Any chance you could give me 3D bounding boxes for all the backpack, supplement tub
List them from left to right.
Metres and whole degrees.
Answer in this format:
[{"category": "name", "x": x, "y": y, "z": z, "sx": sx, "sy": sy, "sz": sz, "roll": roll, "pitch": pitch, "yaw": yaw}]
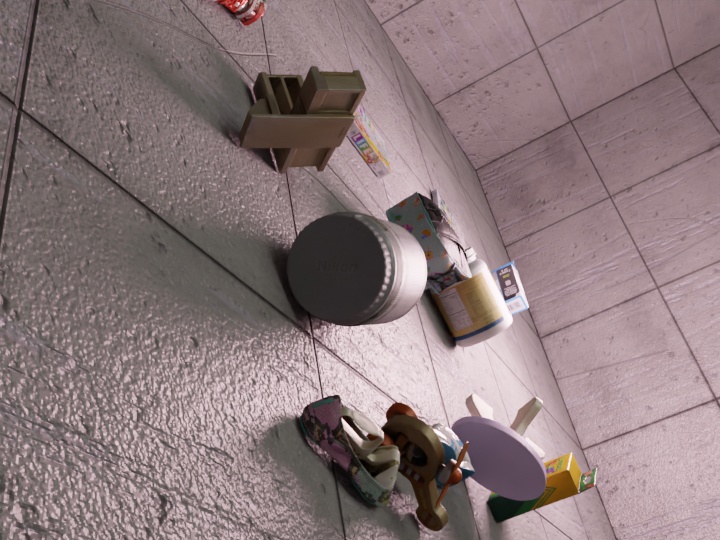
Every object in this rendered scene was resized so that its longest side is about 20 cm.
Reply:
[{"category": "backpack", "x": 0.122, "y": -0.056, "z": 1.556, "sx": 0.200, "sy": 0.153, "sz": 0.176, "roll": 53, "pitch": 15, "yaw": -61}, {"category": "supplement tub", "x": 0.247, "y": 0.061, "z": 1.767, "sx": 0.200, "sy": 0.145, "sz": 0.145, "roll": 64, "pitch": 17, "yaw": -1}]

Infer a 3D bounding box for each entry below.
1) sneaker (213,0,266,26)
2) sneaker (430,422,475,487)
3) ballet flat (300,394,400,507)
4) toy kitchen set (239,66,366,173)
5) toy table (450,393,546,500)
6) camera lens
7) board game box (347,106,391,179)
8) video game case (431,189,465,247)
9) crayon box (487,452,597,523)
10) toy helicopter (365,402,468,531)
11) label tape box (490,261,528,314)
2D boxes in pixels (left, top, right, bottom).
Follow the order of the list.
[{"category": "sneaker", "x": -0.214, "y": -0.476, "z": 1.326, "sx": 0.108, "sy": 0.067, "sz": 0.201, "roll": 53, "pitch": 17, "yaw": -24}, {"category": "sneaker", "x": 0.115, "y": 0.281, "z": 1.202, "sx": 0.200, "sy": 0.076, "sz": 0.081, "roll": 49, "pitch": 13, "yaw": -55}, {"category": "ballet flat", "x": 0.004, "y": 0.224, "z": 0.944, "sx": 0.200, "sy": 0.071, "sz": 0.069, "roll": 54, "pitch": 19, "yaw": -31}, {"category": "toy kitchen set", "x": -0.122, "y": -0.274, "z": 1.171, "sx": 0.163, "sy": 0.200, "sz": 0.181, "roll": -6, "pitch": 64, "yaw": -28}, {"category": "toy table", "x": 0.260, "y": 0.317, "z": 1.410, "sx": 0.200, "sy": 0.184, "sz": 0.117, "roll": 50, "pitch": 29, "yaw": -10}, {"category": "camera lens", "x": 0.000, "y": 0.000, "z": 1.105, "sx": 0.160, "sy": 0.160, "sz": 0.200, "roll": 67, "pitch": 17, "yaw": 10}, {"category": "board game box", "x": 0.002, "y": -0.327, "z": 1.799, "sx": 0.200, "sy": 0.034, "sz": 0.135, "roll": 48, "pitch": 22, "yaw": -41}, {"category": "video game case", "x": 0.272, "y": -0.132, "z": 2.332, "sx": 0.182, "sy": 0.022, "sz": 0.200, "roll": 55, "pitch": 20, "yaw": -27}, {"category": "crayon box", "x": 0.352, "y": 0.412, "z": 1.473, "sx": 0.051, "sy": 0.200, "sz": 0.127, "roll": 66, "pitch": 17, "yaw": 6}, {"category": "toy helicopter", "x": 0.092, "y": 0.283, "z": 1.053, "sx": 0.079, "sy": 0.132, "sz": 0.200, "roll": -43, "pitch": 127, "yaw": -43}, {"category": "label tape box", "x": 0.386, "y": 0.051, "z": 2.192, "sx": 0.066, "sy": 0.143, "sz": 0.200, "roll": 51, "pitch": 21, "yaw": -37}]
